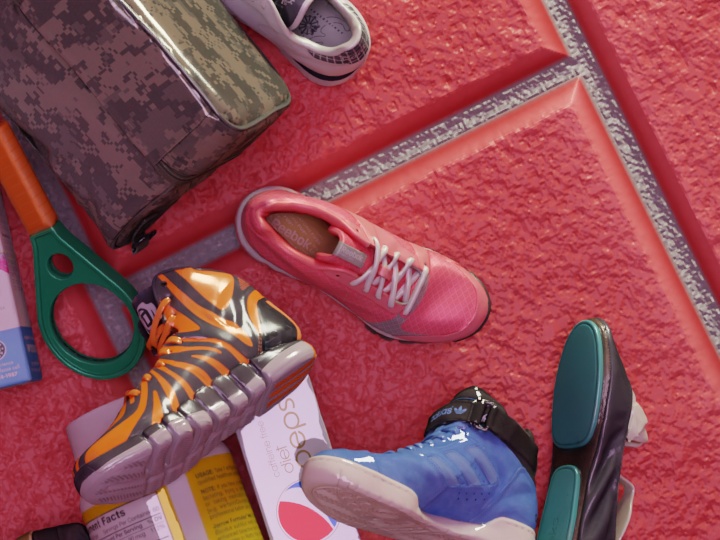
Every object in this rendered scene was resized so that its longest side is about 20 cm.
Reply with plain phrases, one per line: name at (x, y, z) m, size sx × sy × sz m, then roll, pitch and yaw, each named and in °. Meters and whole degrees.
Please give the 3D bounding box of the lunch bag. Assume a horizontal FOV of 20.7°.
lunch bag at (-0.175, -0.132, 1.383) m, size 0.168 × 0.139 × 0.200 m, roll -41°, pitch 90°, yaw 24°

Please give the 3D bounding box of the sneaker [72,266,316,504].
sneaker at (-0.134, 0.072, 1.324) m, size 0.200 × 0.078 × 0.112 m, roll -32°, pitch 71°, yaw -36°

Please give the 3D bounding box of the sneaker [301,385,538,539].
sneaker at (0.046, 0.130, 1.379) m, size 0.199 × 0.077 × 0.112 m, roll 21°, pitch 65°, yaw -30°

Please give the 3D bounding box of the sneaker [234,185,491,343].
sneaker at (0.000, 0.000, 1.409) m, size 0.199 × 0.087 × 0.074 m, roll 24°, pitch 87°, yaw -1°

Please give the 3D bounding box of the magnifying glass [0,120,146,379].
magnifying glass at (-0.215, -0.013, 1.398) m, size 0.079 × 0.022 × 0.201 m, roll -19°, pitch 109°, yaw 20°

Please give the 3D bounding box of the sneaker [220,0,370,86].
sneaker at (-0.075, -0.213, 1.421) m, size 0.199 × 0.081 × 0.077 m, roll 33°, pitch 88°, yaw 1°

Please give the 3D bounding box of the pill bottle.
pill bottle at (-0.128, 0.186, 1.376) m, size 0.114 × 0.114 × 0.201 m, roll -21°, pitch 81°, yaw -4°

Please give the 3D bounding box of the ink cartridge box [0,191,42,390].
ink cartridge box at (-0.306, -0.007, 1.404) m, size 0.114 × 0.068 × 0.201 m, roll -12°, pitch 88°, yaw -2°

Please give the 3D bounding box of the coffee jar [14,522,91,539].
coffee jar at (-0.269, 0.253, 1.383) m, size 0.199 × 0.085 × 0.105 m, roll -20°, pitch 81°, yaw -3°

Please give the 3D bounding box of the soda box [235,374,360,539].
soda box at (-0.049, 0.141, 1.408) m, size 0.063 × 0.068 × 0.201 m, roll -17°, pitch 88°, yaw -4°

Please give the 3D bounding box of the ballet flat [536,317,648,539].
ballet flat at (0.171, 0.137, 1.425) m, size 0.073 × 0.073 × 0.201 m, roll 10°, pitch 80°, yaw -2°
